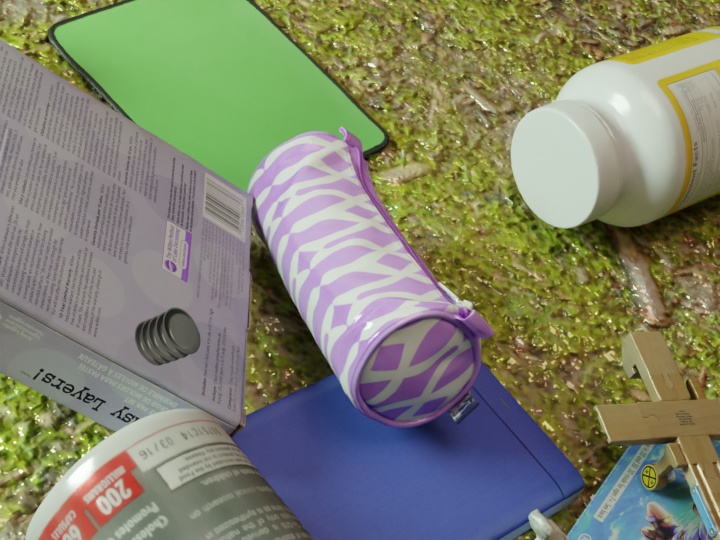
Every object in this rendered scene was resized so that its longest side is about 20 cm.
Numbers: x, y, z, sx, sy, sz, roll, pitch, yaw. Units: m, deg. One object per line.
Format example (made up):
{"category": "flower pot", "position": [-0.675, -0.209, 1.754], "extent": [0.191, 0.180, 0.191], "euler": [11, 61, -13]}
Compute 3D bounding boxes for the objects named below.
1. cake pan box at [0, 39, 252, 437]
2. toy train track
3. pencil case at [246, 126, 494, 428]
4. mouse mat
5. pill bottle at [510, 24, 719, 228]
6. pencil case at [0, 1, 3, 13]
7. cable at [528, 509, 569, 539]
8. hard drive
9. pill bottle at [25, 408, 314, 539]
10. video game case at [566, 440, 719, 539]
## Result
{"category": "cake pan box", "position": [-0.144, -0.015, 0.827], "extent": [0.184, 0.052, 0.201], "euler": [32, 33, -28]}
{"category": "toy train track", "position": [0.185, 0.125, 0.844], "extent": [0.114, 0.033, 0.201], "euler": [1, 53, -29]}
{"category": "pencil case", "position": [0.000, 0.000, 0.884], "extent": [0.084, 0.086, 0.200], "euler": [31, 17, -42]}
{"category": "mouse mat", "position": [-0.095, -0.124, 1.046], "extent": [0.160, 0.008, 0.200], "euler": [-26, 61, -37]}
{"category": "pill bottle", "position": [0.200, -0.095, 1.055], "extent": [0.199, 0.112, 0.112], "euler": [-21, 58, -34]}
{"category": "pencil case", "position": [-0.255, -0.095, 0.907], "extent": [0.089, 0.078, 0.201], "euler": [-4, 48, -2]}
{"category": "cable", "position": [0.075, 0.224, 0.662], "extent": [0.069, 0.200, 0.202], "euler": [-8, 60, 19]}
{"category": "hard drive", "position": [0.012, 0.113, 0.853], "extent": [0.199, 0.025, 0.132], "euler": [-23, 60, -35]}
{"category": "pill bottle", "position": [-0.056, 0.171, 0.712], "extent": [0.113, 0.114, 0.200], "euler": [-24, 60, -36]}
{"category": "video game case", "position": [0.202, 0.179, 0.851], "extent": [0.181, 0.046, 0.200], "euler": [35, 46, 12]}
